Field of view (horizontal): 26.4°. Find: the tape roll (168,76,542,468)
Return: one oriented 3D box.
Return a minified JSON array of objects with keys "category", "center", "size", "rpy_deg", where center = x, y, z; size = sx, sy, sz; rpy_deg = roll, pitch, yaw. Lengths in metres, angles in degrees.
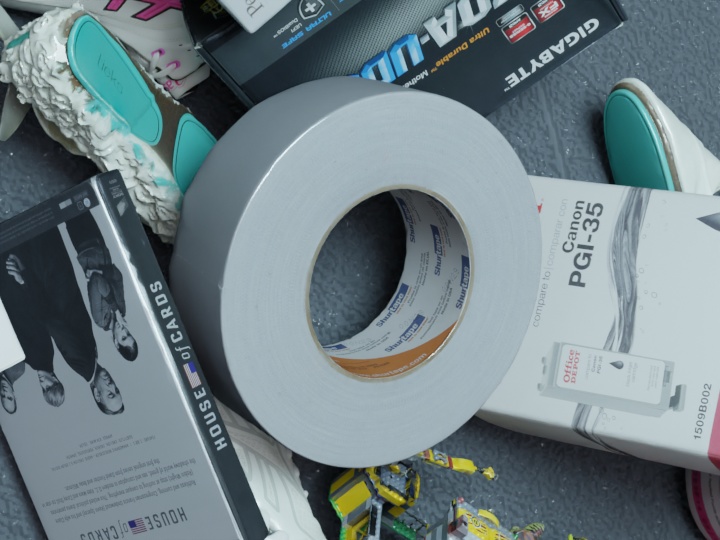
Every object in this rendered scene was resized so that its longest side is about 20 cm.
[{"category":"tape roll","center":[0.000,0.000,0.821],"size":[0.199,0.066,0.202],"rpy_deg":[-9,108,-30]}]

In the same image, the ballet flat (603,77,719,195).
[{"category":"ballet flat","center":[0.206,-0.029,0.964],"size":[0.069,0.069,0.201],"rpy_deg":[-21,99,-18]}]

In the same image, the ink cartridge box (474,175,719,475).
[{"category":"ink cartridge box","center":[0.171,0.034,0.874],"size":[0.083,0.199,0.148],"rpy_deg":[28,74,-57]}]

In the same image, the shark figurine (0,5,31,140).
[{"category":"shark figurine","center":[-0.255,-0.158,0.825],"size":[0.213,0.090,0.129],"rpy_deg":[9,116,-9]}]

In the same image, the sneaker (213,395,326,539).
[{"category":"sneaker","center":[-0.066,0.106,0.866],"size":[0.081,0.075,0.200],"rpy_deg":[-45,100,-26]}]

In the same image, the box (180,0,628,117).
[{"category":"box","center":[0.026,-0.141,0.841],"size":[0.199,0.046,0.159],"rpy_deg":[-33,135,10]}]

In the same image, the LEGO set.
[{"category":"LEGO set","center":[0.078,0.166,0.843],"size":[0.200,0.116,0.154],"rpy_deg":[40,33,-13]}]

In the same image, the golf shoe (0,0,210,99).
[{"category":"golf shoe","center":[-0.116,-0.146,0.866],"size":[0.198,0.073,0.093],"rpy_deg":[3,86,-17]}]

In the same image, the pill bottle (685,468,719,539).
[{"category":"pill bottle","center":[0.292,0.126,0.900],"size":[0.113,0.200,0.114],"rpy_deg":[1,87,-25]}]

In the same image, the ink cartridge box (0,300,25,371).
[{"category":"ink cartridge box","center":[-0.239,-0.001,0.775],"size":[0.068,0.115,0.201],"rpy_deg":[-28,113,-28]}]

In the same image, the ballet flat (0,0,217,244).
[{"category":"ballet flat","center":[-0.126,-0.069,0.848],"size":[0.072,0.072,0.200],"rpy_deg":[-51,132,-15]}]

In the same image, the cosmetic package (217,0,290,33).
[{"category":"cosmetic package","center":[-0.017,-0.222,0.746],"size":[0.200,0.074,0.102],"rpy_deg":[-41,133,5]}]

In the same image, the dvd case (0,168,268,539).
[{"category":"dvd case","center":[-0.140,0.064,0.808],"size":[0.025,0.150,0.201],"rpy_deg":[-26,95,-50]}]
